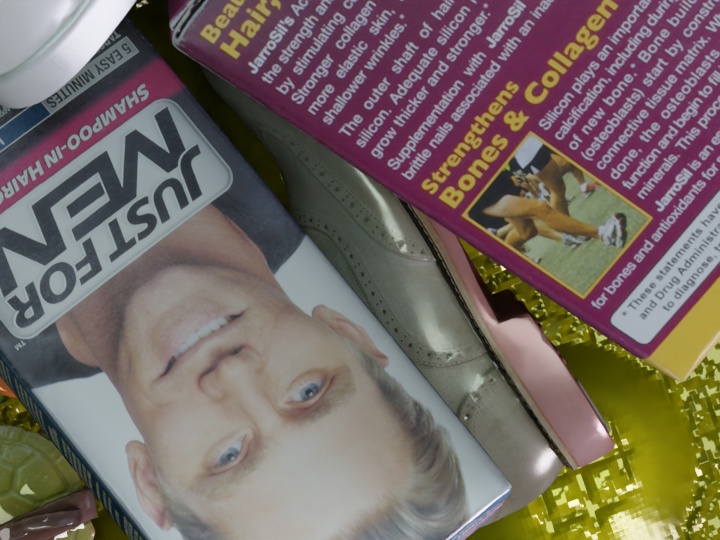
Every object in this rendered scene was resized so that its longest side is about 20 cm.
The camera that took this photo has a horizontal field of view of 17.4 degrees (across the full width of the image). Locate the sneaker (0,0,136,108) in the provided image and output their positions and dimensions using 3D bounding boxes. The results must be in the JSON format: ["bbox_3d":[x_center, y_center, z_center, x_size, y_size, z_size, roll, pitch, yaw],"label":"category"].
[{"bbox_3d":[-0.066,-0.144,0.659,0.085,0.073,0.200,37,88,-41],"label":"sneaker"}]

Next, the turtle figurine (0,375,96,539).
[{"bbox_3d":[-0.100,0.087,0.779,0.199,0.064,0.162,-25,92,-3],"label":"turtle figurine"}]

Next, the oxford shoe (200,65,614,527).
[{"bbox_3d":[0.000,0.000,0.788,0.074,0.071,0.200,-37,91,2],"label":"oxford shoe"}]

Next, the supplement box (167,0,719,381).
[{"bbox_3d":[0.056,-0.082,0.726,0.200,0.103,0.131,34,108,-18],"label":"supplement box"}]

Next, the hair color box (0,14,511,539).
[{"bbox_3d":[-0.054,0.025,0.736,0.100,0.061,0.200,-38,81,-12],"label":"hair color box"}]
